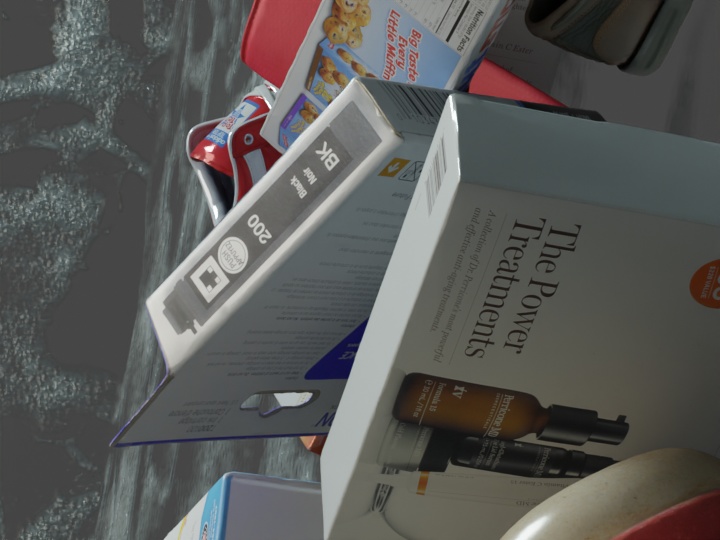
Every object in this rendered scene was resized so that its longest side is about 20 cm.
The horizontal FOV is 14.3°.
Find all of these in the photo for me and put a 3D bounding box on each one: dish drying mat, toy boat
[{"bbox_3d":[0.028,-0.086,1.409,0.018,0.200,0.077,-26,-37,-55],"label":"dish drying mat"},{"bbox_3d":[0.092,0.164,1.017,0.201,0.131,0.130,-58,-23,16],"label":"toy boat"}]

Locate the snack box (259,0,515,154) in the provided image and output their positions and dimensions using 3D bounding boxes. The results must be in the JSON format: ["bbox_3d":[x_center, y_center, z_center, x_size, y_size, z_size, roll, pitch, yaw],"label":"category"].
[{"bbox_3d":[0.015,-0.098,1.241,0.024,0.072,0.200,-44,-10,-37],"label":"snack box"}]

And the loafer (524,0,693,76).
[{"bbox_3d":[0.126,-0.167,1.233,0.072,0.062,0.201,-93,16,-47],"label":"loafer"}]

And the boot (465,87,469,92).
[{"bbox_3d":[0.072,-0.136,1.341,0.200,0.064,0.187,-45,-25,-35],"label":"boot"}]

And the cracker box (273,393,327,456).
[{"bbox_3d":[0.007,0.014,1.477,0.134,0.057,0.200,-62,18,8],"label":"cracker box"}]

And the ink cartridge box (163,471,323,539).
[{"bbox_3d":[-0.028,0.203,1.506,0.200,0.145,0.148,133,144,-71],"label":"ink cartridge box"}]

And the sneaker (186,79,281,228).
[{"bbox_3d":[-0.033,-0.106,1.585,0.071,0.112,0.201,-179,96,-66],"label":"sneaker"}]

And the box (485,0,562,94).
[{"bbox_3d":[0.046,-0.163,1.478,0.098,0.124,0.201,-99,22,-66],"label":"box"}]

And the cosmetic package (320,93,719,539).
[{"bbox_3d":[0.080,0.034,1.072,0.052,0.150,0.201,-94,17,-45],"label":"cosmetic package"}]

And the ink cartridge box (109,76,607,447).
[{"bbox_3d":[0.000,0.000,1.268,0.200,0.198,0.043,-46,65,24],"label":"ink cartridge box"}]
